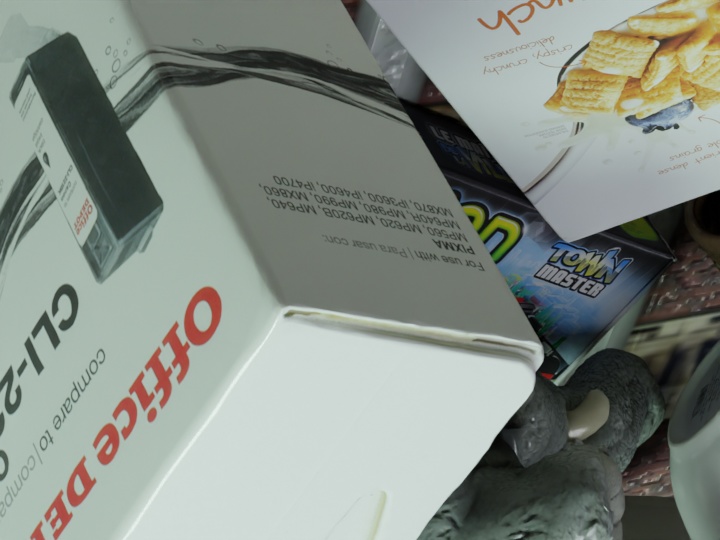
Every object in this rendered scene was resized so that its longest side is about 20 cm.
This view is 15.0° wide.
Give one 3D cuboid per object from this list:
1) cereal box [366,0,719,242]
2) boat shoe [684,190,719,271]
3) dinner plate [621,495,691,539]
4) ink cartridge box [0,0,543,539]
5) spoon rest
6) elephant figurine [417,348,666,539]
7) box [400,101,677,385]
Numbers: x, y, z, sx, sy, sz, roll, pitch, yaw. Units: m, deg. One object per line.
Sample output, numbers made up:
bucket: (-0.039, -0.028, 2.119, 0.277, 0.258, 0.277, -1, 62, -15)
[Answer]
cereal box: (0.082, -0.088, 0.770, 0.143, 0.040, 0.200, -19, 144, 20)
boat shoe: (0.190, -0.063, 0.894, 0.202, 0.075, 0.075, -45, 142, 20)
dinner plate: (0.089, 0.110, 0.960, 0.200, 0.200, 0.024, -10, 105, -25)
ink cartridge box: (-0.059, -0.004, 0.690, 0.084, 0.200, 0.144, 9, 129, -40)
spoon rest: (0.123, 0.085, 0.874, 0.061, 0.200, 0.099, 35, 141, -9)
elephant figurine: (0.015, 0.061, 0.834, 0.141, 0.200, 0.155, -20, 122, 11)
box: (0.000, 0.000, 0.873, 0.200, 0.035, 0.110, 18, 123, -45)
